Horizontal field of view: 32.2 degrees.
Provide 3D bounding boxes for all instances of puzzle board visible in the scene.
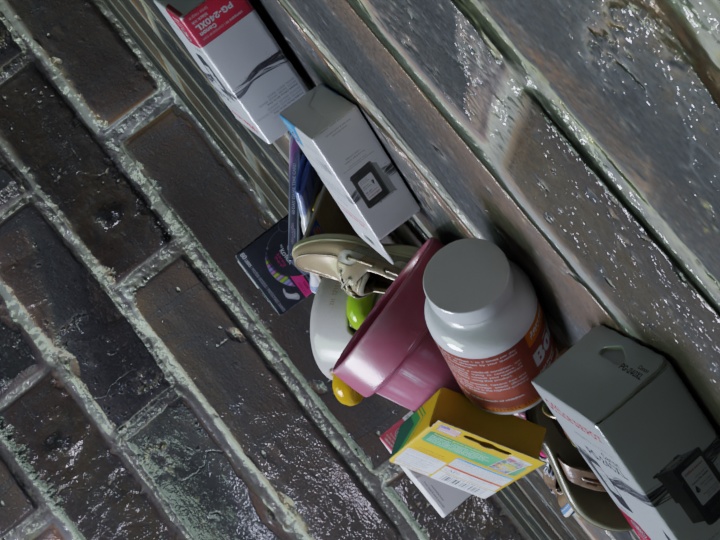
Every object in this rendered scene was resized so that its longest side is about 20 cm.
[{"bbox_3d":[-0.036,-0.052,1.787,0.017,0.151,0.200,13,157,21],"label":"puzzle board"}]

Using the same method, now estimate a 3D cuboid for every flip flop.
[{"bbox_3d":[0.257,0.209,1.387,0.200,0.081,0.058,58,154,-10],"label":"flip flop"}]

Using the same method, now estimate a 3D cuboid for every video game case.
[{"bbox_3d":[-0.086,-0.103,1.808,0.143,0.019,0.200,54,-143,-80],"label":"video game case"}]

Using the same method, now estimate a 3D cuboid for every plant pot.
[{"bbox_3d":[0.095,0.091,1.458,0.179,0.200,0.200,37,175,-2],"label":"plant pot"}]

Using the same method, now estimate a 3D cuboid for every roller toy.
[{"bbox_3d":[0.015,0.076,1.777,0.140,0.182,0.200,5,119,27],"label":"roller toy"}]

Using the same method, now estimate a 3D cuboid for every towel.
[{"bbox_3d":[-0.067,-0.082,1.791,0.147,0.024,0.200,-80,-13,-45],"label":"towel"}]

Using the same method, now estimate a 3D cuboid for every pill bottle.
[{"bbox_3d":[0.129,0.055,1.248,0.112,0.112,0.200,48,173,36],"label":"pill bottle"}]

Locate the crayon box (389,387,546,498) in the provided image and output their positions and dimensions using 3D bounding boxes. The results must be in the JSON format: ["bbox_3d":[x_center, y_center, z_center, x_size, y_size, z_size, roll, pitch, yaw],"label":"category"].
[{"bbox_3d":[0.120,0.190,1.377,0.126,0.052,0.200,22,156,-5],"label":"crayon box"}]

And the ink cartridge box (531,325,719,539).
[{"bbox_3d":[0.250,0.158,1.063,0.200,0.083,0.145,53,174,-16],"label":"ink cartridge box"}]

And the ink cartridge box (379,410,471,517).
[{"bbox_3d":[0.145,0.220,1.715,0.085,0.200,0.146,55,173,-26],"label":"ink cartridge box"}]

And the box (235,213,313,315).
[{"bbox_3d":[-0.084,-0.035,1.955,0.122,0.200,0.106,52,175,-3],"label":"box"}]

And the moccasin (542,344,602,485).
[{"bbox_3d":[0.223,0.144,1.197,0.201,0.078,0.074,56,-171,-48],"label":"moccasin"}]

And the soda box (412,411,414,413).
[{"bbox_3d":[0.109,0.170,1.628,0.063,0.071,0.200,25,-174,-18],"label":"soda box"}]

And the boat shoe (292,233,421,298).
[{"bbox_3d":[0.000,0.000,1.635,0.200,0.065,0.072,8,150,15],"label":"boat shoe"}]

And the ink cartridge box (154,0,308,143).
[{"bbox_3d":[-0.155,-0.270,1.559,0.200,0.083,0.145,55,173,-29],"label":"ink cartridge box"}]

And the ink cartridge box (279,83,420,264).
[{"bbox_3d":[-0.004,-0.114,1.481,0.200,0.067,0.116,56,173,-31],"label":"ink cartridge box"}]

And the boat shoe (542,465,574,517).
[{"bbox_3d":[0.281,0.285,1.686,0.072,0.072,0.200,52,175,12],"label":"boat shoe"}]

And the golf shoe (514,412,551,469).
[{"bbox_3d":[0.216,0.160,1.524,0.200,0.077,0.088,-139,34,-63],"label":"golf shoe"}]
